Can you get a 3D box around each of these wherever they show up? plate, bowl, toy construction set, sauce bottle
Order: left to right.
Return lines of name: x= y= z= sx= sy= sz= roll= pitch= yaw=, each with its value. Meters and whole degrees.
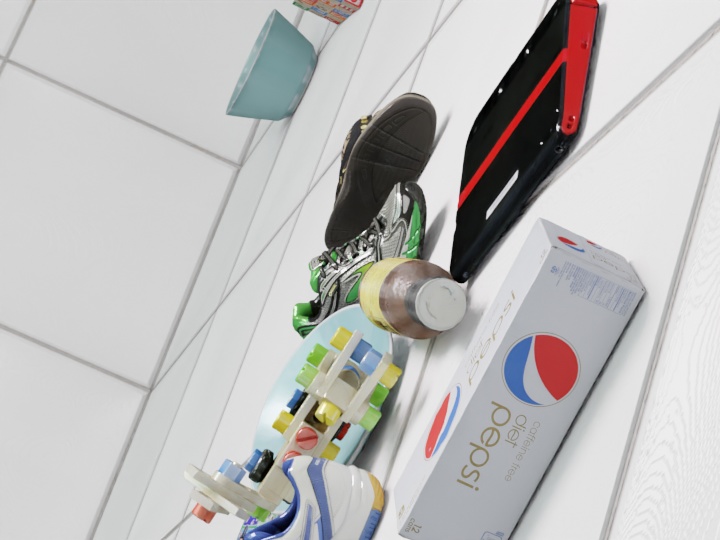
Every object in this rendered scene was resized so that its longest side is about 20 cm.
bowl: x=-0.144 y=-0.337 z=3.311 sx=0.201 sy=0.105 sz=0.201 roll=-62 pitch=11 yaw=21
toy construction set: x=-0.050 y=0.136 z=1.548 sx=0.200 sy=0.092 sz=0.131 roll=-42 pitch=2 yaw=-4
plate: x=-0.028 y=0.123 z=1.678 sx=0.200 sy=0.026 sz=0.200 roll=-41 pitch=32 yaw=33
sauce bottle: x=0.042 y=0.023 z=1.536 sx=0.200 sy=0.065 sz=0.065 roll=-169 pitch=103 yaw=-82

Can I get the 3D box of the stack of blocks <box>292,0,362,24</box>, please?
stack of blocks: x=-0.059 y=-0.460 z=3.122 sx=0.059 sy=0.115 sz=0.200 roll=-66 pitch=9 yaw=-5

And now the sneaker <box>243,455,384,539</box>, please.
sneaker: x=-0.058 y=0.237 z=1.491 sx=0.075 sy=0.088 sz=0.200 roll=-167 pitch=99 yaw=-78

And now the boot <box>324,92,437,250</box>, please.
boot: x=0.023 y=-0.125 z=1.997 sx=0.151 sy=0.073 sz=0.200 roll=-81 pitch=12 yaw=-57

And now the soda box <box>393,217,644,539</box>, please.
soda box: x=0.091 y=0.075 z=1.149 sx=0.200 sy=0.064 sz=0.068 roll=-62 pitch=9 yaw=14

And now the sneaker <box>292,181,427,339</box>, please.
sneaker: x=0.000 y=0.000 z=1.763 sx=0.200 sy=0.085 sz=0.078 roll=-60 pitch=11 yaw=28

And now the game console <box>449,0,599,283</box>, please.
game console: x=0.128 y=-0.106 z=1.514 sx=0.200 sy=0.031 sz=0.177 roll=123 pitch=162 yaw=-46

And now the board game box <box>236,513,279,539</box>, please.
board game box: x=-0.073 y=0.222 z=1.783 sx=0.135 sy=0.029 sz=0.200 roll=-67 pitch=9 yaw=-12
